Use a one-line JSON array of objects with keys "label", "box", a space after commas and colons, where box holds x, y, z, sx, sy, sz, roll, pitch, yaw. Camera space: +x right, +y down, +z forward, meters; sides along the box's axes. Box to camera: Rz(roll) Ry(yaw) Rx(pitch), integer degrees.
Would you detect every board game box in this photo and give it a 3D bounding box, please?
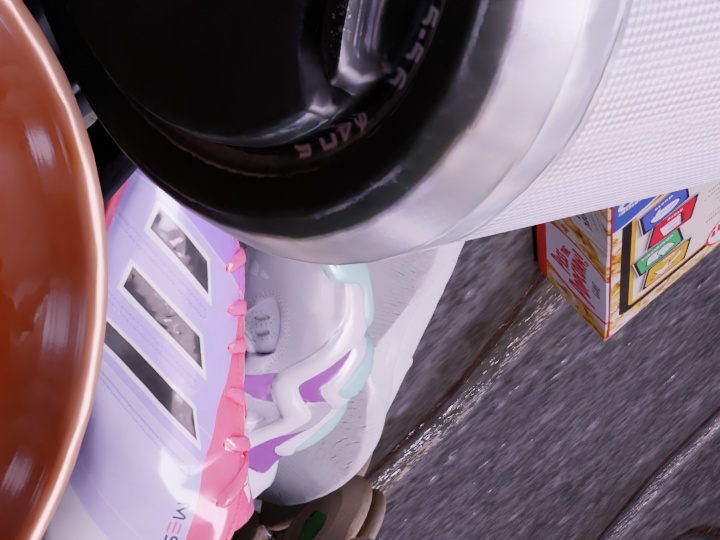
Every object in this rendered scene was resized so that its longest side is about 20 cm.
[{"label": "board game box", "box": [0.136, -0.063, 1.134, 0.151, 0.046, 0.200, -39, 163, -9]}]

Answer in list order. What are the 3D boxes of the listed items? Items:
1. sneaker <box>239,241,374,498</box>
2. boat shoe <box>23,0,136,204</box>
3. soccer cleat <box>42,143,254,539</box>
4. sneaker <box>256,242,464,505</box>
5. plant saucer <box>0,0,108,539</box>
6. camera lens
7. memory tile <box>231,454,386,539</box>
[{"label": "sneaker", "box": [-0.081, 0.057, 0.898, 0.140, 0.078, 0.200, -28, 158, -40]}, {"label": "boat shoe", "box": [-0.088, -0.014, 0.727, 0.200, 0.066, 0.074, -49, 162, 21]}, {"label": "soccer cleat", "box": [-0.056, 0.034, 0.814, 0.067, 0.076, 0.201, -89, -167, -66]}, {"label": "sneaker", "box": [0.000, 0.000, 0.969, 0.089, 0.075, 0.200, -54, 178, -44]}, {"label": "plant saucer", "box": [-0.141, 0.013, 0.570, 0.199, 0.032, 0.202, -11, 110, -33]}, {"label": "camera lens", "box": [0.039, -0.092, 0.625, 0.199, 0.160, 0.160, -13, 148, -43]}, {"label": "memory tile", "box": [-0.064, 0.142, 1.025, 0.200, 0.017, 0.153, -46, -163, 13]}]
